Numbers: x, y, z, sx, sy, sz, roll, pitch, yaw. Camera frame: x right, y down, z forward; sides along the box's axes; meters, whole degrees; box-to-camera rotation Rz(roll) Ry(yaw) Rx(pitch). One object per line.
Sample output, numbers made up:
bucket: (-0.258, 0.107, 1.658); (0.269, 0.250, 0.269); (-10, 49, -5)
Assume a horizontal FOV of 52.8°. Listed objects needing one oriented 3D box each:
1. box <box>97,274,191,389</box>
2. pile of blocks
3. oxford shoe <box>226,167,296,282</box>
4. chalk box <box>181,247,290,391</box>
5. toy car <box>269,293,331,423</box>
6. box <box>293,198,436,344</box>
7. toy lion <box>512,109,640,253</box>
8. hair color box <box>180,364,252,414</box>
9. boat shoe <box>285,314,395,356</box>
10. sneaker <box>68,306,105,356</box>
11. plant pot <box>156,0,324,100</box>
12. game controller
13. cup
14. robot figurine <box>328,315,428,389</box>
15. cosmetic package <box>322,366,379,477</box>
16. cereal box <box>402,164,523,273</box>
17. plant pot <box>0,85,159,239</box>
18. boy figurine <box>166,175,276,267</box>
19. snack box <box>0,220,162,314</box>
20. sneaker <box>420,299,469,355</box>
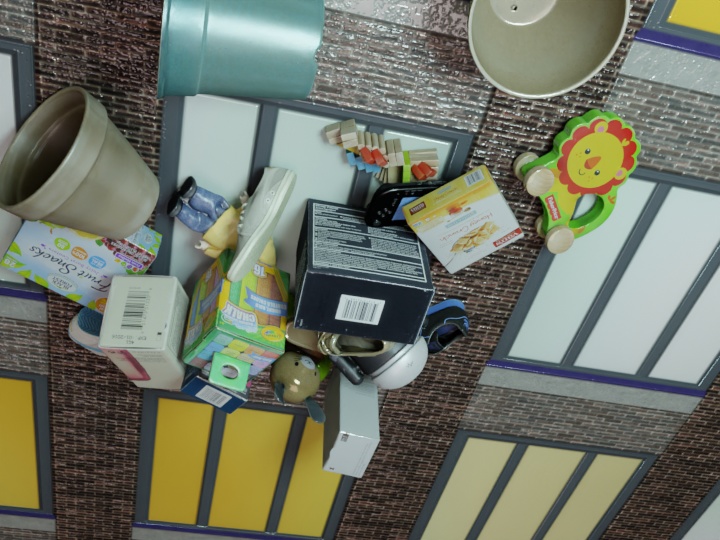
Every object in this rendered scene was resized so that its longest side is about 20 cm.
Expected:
box: (-0.342, 0.107, 1.211); (0.108, 0.129, 0.200); (1, 153, 2)
pile of blocks: (0.035, -0.166, 1.125); (0.198, 0.062, 0.082); (17, 124, -15)
oxford shoe: (-0.164, -0.075, 1.132); (0.057, 0.201, 0.075); (24, 168, 2)
chalk box: (-0.198, 0.092, 1.159); (0.124, 0.201, 0.124); (24, 136, -29)
toy car: (-0.105, 0.171, 1.286); (0.164, 0.201, 0.158); (31, 120, -24)
box: (0.000, 0.000, 1.162); (0.198, 0.199, 0.124); (9, 127, -10)
toy lion: (0.356, -0.149, 1.160); (0.191, 0.069, 0.201); (-25, 125, 7)
hair color box: (-0.230, 0.132, 1.247); (0.100, 0.201, 0.060); (31, 131, -24)
boat shoe: (-0.042, 0.106, 1.189); (0.198, 0.065, 0.073); (4, 105, 19)
sneaker: (-0.433, 0.129, 1.327); (0.199, 0.077, 0.081); (33, 141, -28)
plant pot: (-0.157, -0.310, 0.939); (0.194, 0.201, 0.201); (5, 127, -17)
game controller: (0.105, -0.107, 1.145); (0.198, 0.042, 0.104); (-6, 162, -19)
cup: (0.228, -0.348, 0.945); (0.198, 0.144, 0.202); (-1, 128, -1)
robot figurine: (0.029, 0.112, 1.270); (0.200, 0.125, 0.150); (50, 123, 1)
cosmetic package: (-0.019, 0.271, 1.366); (0.080, 0.201, 0.113); (13, 126, -12)
cereal box: (0.169, -0.076, 1.160); (0.143, 0.040, 0.200); (-28, 147, 15)
plant pot: (-0.399, -0.137, 1.066); (0.199, 0.201, 0.173); (-31, 140, 20)
boy figurine: (-0.210, -0.072, 1.183); (0.199, 0.065, 0.125); (34, 103, -27)
snack box: (-0.458, -0.034, 1.197); (0.199, 0.068, 0.169); (32, 120, -24)
sneaker: (0.108, 0.125, 1.338); (0.199, 0.078, 0.070); (-30, 123, 18)
